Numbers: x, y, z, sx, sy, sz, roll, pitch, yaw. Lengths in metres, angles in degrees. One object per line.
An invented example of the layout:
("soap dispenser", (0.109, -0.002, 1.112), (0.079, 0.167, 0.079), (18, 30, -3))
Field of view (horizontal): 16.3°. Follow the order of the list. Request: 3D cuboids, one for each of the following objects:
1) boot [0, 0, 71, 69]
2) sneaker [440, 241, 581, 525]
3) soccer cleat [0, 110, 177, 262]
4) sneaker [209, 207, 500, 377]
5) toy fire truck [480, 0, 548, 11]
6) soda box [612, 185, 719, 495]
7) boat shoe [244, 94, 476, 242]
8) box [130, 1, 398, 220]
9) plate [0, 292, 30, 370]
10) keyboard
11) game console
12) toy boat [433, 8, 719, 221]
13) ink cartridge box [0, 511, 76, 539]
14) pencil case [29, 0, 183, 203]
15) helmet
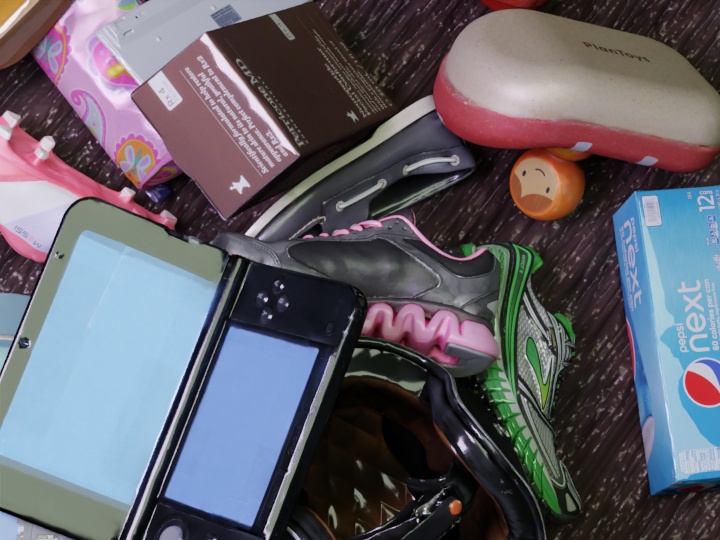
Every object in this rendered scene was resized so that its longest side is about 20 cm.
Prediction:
("boot", (-0.286, -0.180, 1.634), (0.201, 0.071, 0.144), (-41, 83, 19))
("sneaker", (0.112, 0.072, 1.676), (0.085, 0.078, 0.200), (-13, 79, -13))
("soccer cleat", (-0.184, -0.024, 1.664), (0.200, 0.067, 0.076), (36, 111, -9))
("sneaker", (0.000, 0.000, 1.628), (0.200, 0.079, 0.096), (16, 71, -4))
("toy fire truck", (0.079, -0.277, 1.718), (0.168, 0.112, 0.200), (15, 66, -15))
("soda box", (0.220, 0.048, 1.705), (0.064, 0.068, 0.200), (-4, 78, -10))
("boat shoe", (-0.007, -0.040, 1.685), (0.200, 0.073, 0.063), (-37, 83, -19))
("box", (-0.058, -0.107, 1.625), (0.075, 0.200, 0.100), (-39, 88, 23))
("plate", (-0.234, 0.110, 1.635), (0.200, 0.026, 0.200), (2, 77, -10))
("keyboard", (-0.096, -0.174, 1.686), (0.056, 0.011, 0.200), (53, 45, 0))
("game console", (-0.117, 0.074, 1.508), (0.116, 0.176, 0.200), (27, 80, -42))
("toy boat", (0.139, -0.093, 1.705), (0.200, 0.131, 0.131), (10, 116, -26))
("ink cartridge box", (-0.175, 0.219, 1.580), (0.136, 0.076, 0.200), (8, 85, -14))
("pencil case", (-0.167, -0.148, 1.680), (0.087, 0.087, 0.200), (-37, 86, -16))
("helmet", (0.010, 0.145, 1.583), (0.200, 0.191, 0.200), (-11, 117, -24))
